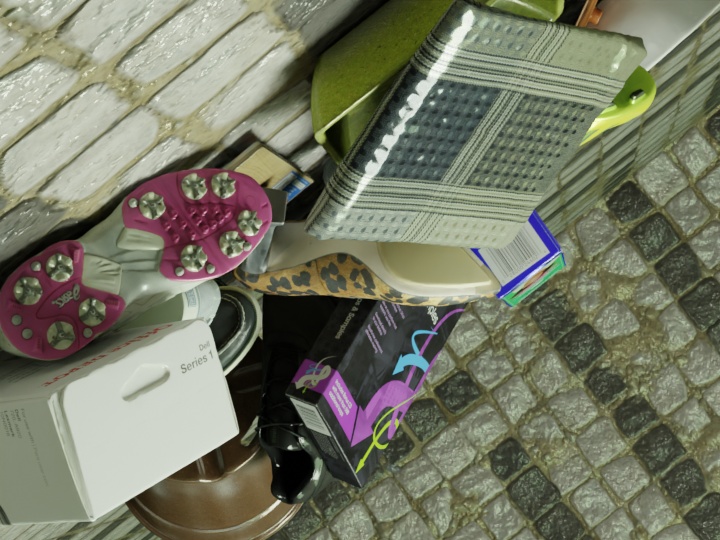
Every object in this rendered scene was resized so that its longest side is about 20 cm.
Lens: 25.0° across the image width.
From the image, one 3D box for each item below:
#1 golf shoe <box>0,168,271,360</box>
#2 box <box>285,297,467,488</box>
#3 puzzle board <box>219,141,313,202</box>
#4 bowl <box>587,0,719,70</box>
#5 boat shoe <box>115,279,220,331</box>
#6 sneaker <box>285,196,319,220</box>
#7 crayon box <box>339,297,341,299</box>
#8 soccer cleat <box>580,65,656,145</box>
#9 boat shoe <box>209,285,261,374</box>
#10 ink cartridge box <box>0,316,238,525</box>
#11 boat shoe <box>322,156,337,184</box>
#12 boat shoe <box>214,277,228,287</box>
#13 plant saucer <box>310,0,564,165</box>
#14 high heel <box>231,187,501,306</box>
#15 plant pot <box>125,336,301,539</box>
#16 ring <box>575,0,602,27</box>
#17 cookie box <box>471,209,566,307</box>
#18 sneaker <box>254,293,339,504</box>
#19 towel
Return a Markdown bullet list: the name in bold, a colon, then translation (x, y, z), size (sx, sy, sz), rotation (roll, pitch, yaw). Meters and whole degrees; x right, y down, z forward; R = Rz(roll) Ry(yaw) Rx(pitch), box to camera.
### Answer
- **golf shoe**: translation (-0.149, -0.005, 1.036), size (0.199, 0.076, 0.091), rotation (-28, 180, -28)
- **box**: translation (0.020, 0.056, 1.301), size (0.201, 0.036, 0.143), rotation (-60, 151, -23)
- **puzzle board**: translation (-0.112, -0.034, 1.183), size (0.150, 0.017, 0.200), rotation (-40, 172, 4)
- **bowl**: translation (0.229, -0.202, 1.461), size (0.200, 0.075, 0.200), rotation (-43, -179, 36)
- **boat shoe**: translation (-0.178, 0.063, 1.162), size (0.200, 0.070, 0.071), rotation (-34, 165, 25)
- **sneaker**: translation (0.016, -0.051, 1.331), size (0.199, 0.075, 0.115), rotation (-36, -168, -10)
- **crayon box**: translation (-0.001, 0.040, 1.468), size (0.058, 0.202, 0.173), rotation (4, 163, -8)
- **soccer cleat**: translation (0.125, -0.099, 1.195), size (0.199, 0.065, 0.084), rotation (-24, 148, -14)
- **boat shoe**: translation (-0.171, 0.066, 1.247), size (0.198, 0.075, 0.066), rotation (-20, 169, 17)
- **ink cartridge box**: translation (-0.199, 0.099, 1.033), size (0.199, 0.085, 0.146), rotation (-9, -168, 39)
- **boat shoe**: translation (0.066, -0.108, 1.233), size (0.199, 0.074, 0.067), rotation (-37, 130, 4)
- **boat shoe**: translation (-0.179, 0.082, 1.312), size (0.200, 0.073, 0.062), rotation (-45, -174, -6)
- **plant saucer**: translation (0.047, -0.153, 1.098), size (0.199, 0.048, 0.200), rotation (-38, 173, 2)
- **high heel**: translation (0.000, 0.000, 1.226), size (0.143, 0.198, 0.072), rotation (114, -8, -66)
- **plant pot**: translation (-0.139, 0.134, 1.447), size (0.200, 0.201, 0.198), rotation (-36, 163, -11)
- **ring**: translation (0.174, -0.178, 1.299), size (0.200, 0.019, 0.202), rotation (25, 90, -88)
- **cookie box**: translation (0.114, -0.057, 1.496), size (0.075, 0.172, 0.200), rotation (-35, 172, 6)
- **sneaker**: translation (-0.048, 0.098, 1.310), size (0.075, 0.202, 0.091), rotation (3, -156, 29)
- **towel**: translation (0.077, -0.093, 1.075), size (0.199, 0.035, 0.193), rotation (4, 130, -46)
